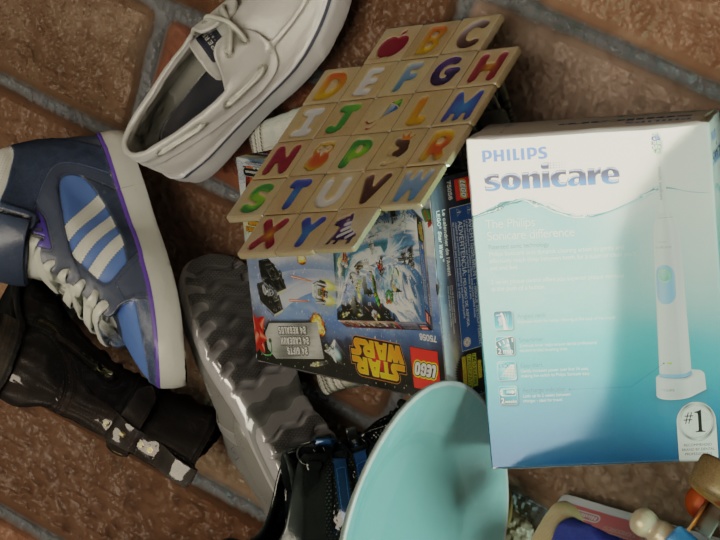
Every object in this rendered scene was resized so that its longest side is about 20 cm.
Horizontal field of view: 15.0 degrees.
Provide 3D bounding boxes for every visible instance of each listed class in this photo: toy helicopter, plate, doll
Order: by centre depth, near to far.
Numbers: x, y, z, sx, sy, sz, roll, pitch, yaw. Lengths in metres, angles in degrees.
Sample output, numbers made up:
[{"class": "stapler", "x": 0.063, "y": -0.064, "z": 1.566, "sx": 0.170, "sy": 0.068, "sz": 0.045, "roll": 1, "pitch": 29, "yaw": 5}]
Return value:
[{"class": "doll", "x": 0.182, "y": 0.184, "z": 1.555, "sx": 0.199, "sy": 0.048, "sz": 0.137, "roll": 14, "pitch": 138, "yaw": 48}, {"class": "toy helicopter", "x": 0.229, "y": 0.145, "z": 1.562, "sx": 0.132, "sy": 0.200, "sz": 0.079, "roll": 32, "pitch": 84, "yaw": 35}, {"class": "plate", "x": 0.031, "y": 0.163, "z": 1.604, "sx": 0.025, "sy": 0.200, "sz": 0.202, "roll": 9, "pitch": 104, "yaw": 31}]

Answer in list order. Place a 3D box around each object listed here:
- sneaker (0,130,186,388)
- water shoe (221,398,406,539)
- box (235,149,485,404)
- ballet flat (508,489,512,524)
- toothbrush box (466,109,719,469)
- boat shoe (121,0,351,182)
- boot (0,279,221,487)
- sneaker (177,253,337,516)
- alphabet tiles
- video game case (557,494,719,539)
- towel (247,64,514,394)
[{"class": "sneaker", "x": -0.203, "y": 0.004, "z": 1.810, "sx": 0.081, "sy": 0.145, "sz": 0.201, "roll": 94, "pitch": 160, "yaw": -62}, {"class": "water shoe", "x": -0.010, "y": 0.131, "z": 1.719, "sx": 0.079, "sy": 0.071, "sz": 0.200, "roll": 41, "pitch": 80, "yaw": -13}, {"class": "box", "x": 0.000, "y": 0.000, "z": 1.695, "sx": 0.199, "sy": 0.040, "sz": 0.138, "roll": 10, "pitch": 109, "yaw": 52}, {"class": "ballet flat", "x": 0.031, "y": 0.197, "z": 1.689, "sx": 0.063, "sy": 0.199, "sz": 0.069, "roll": 40, "pitch": 143, "yaw": 36}, {"class": "toothbrush box", "x": 0.146, "y": 0.010, "z": 1.620, "sx": 0.145, "sy": 0.085, "sz": 0.202, "roll": -4, "pitch": 98, "yaw": 12}, {"class": "boat shoe", "x": -0.080, "y": -0.137, "z": 1.758, "sx": 0.200, "sy": 0.065, "sz": 0.074, "roll": -54, "pitch": 53, "yaw": 20}, {"class": "boot", "x": -0.175, "y": 0.076, "z": 1.850, "sx": 0.173, "sy": 0.200, "sz": 0.070, "roll": 25, "pitch": 109, "yaw": -8}, {"class": "sneaker", "x": -0.078, "y": 0.086, "z": 1.808, "sx": 0.082, "sy": 0.074, "sz": 0.201, "roll": -44, "pitch": 63, "yaw": 52}, {"class": "alphabet tiles", "x": 0.007, "y": -0.083, "z": 1.661, "sx": 0.166, "sy": 0.201, "sz": 0.006, "roll": -3, "pitch": 134, "yaw": 45}, {"class": "video game case", "x": 0.140, "y": 0.226, "z": 1.634, "sx": 0.142, "sy": 0.200, "sz": 0.018, "roll": 14, "pitch": 140, "yaw": 29}, {"class": "towel", "x": 0.027, "y": -0.027, "z": 1.744, "sx": 0.199, "sy": 0.034, "sz": 0.194, "roll": -15, "pitch": 91, "yaw": 33}]
